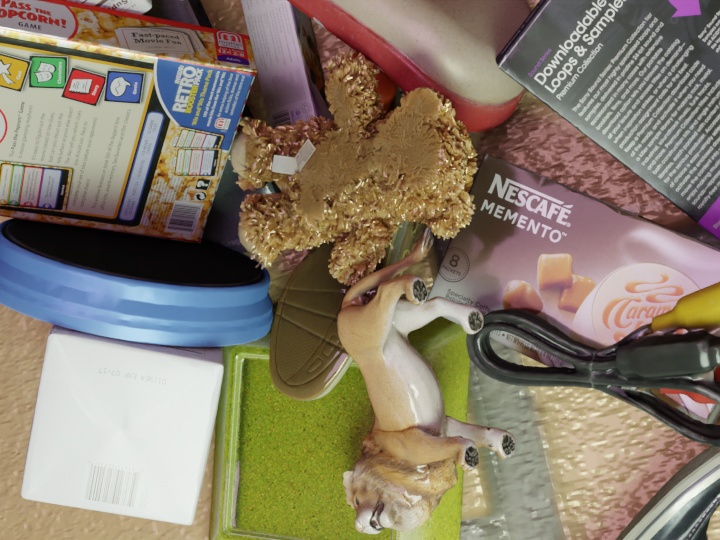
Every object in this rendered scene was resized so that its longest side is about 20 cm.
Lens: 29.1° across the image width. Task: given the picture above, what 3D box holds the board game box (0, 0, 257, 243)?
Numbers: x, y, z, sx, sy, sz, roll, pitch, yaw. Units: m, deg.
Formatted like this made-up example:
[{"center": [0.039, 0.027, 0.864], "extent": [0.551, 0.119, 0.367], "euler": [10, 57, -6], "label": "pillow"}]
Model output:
[{"center": [-0.185, -0.099, 0.918], "extent": [0.046, 0.198, 0.152], "euler": [-105, 31, -46], "label": "board game box"}]

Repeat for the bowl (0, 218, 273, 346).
[{"center": [-0.155, 0.003, 0.940], "extent": [0.199, 0.200, 0.040], "euler": [17, 102, 21], "label": "bowl"}]

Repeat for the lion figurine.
[{"center": [0.025, 0.074, 0.894], "extent": [0.122, 0.072, 0.202], "euler": [-4, 100, 45], "label": "lion figurine"}]

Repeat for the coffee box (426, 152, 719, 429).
[{"center": [0.158, 0.014, 0.911], "extent": [0.199, 0.080, 0.115], "euler": [26, 97, 20], "label": "coffee box"}]

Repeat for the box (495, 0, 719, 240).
[{"center": [0.205, -0.129, 0.877], "extent": [0.199, 0.036, 0.143], "euler": [36, 103, -11], "label": "box"}]

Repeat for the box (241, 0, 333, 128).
[{"center": [-0.060, -0.183, 1.027], "extent": [0.041, 0.039, 0.202], "euler": [-16, 82, 19], "label": "box"}]

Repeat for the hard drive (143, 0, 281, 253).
[{"center": [-0.145, -0.097, 1.011], "extent": [0.139, 0.033, 0.201], "euler": [-15, 114, 20], "label": "hard drive"}]

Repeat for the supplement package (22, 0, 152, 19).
[{"center": [-0.259, -0.239, 0.907], "extent": [0.150, 0.200, 0.152], "euler": [-30, 43, 16], "label": "supplement package"}]

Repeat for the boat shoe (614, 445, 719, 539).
[{"center": [0.197, 0.187, 0.897], "extent": [0.062, 0.075, 0.201], "euler": [39, 107, 13], "label": "boat shoe"}]

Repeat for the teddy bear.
[{"center": [-0.007, -0.063, 0.906], "extent": [0.199, 0.067, 0.146], "euler": [-28, 71, 32], "label": "teddy bear"}]

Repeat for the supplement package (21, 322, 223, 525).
[{"center": [-0.157, 0.078, 0.951], "extent": [0.113, 0.200, 0.110], "euler": [11, 101, -8], "label": "supplement package"}]

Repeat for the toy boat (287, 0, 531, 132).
[{"center": [0.023, -0.160, 0.966], "extent": [0.200, 0.130, 0.131], "euler": [39, 132, 19], "label": "toy boat"}]

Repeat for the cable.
[{"center": [0.166, 0.058, 0.856], "extent": [0.199, 0.050, 0.098], "euler": [-5, 106, 34], "label": "cable"}]

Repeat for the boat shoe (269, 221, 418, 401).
[{"center": [0.000, 0.000, 0.966], "extent": [0.074, 0.066, 0.201], "euler": [20, 83, 27], "label": "boat shoe"}]

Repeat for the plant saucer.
[{"center": [-0.026, 0.129, 0.998], "extent": [0.198, 0.048, 0.202], "euler": [3, 90, 22], "label": "plant saucer"}]
